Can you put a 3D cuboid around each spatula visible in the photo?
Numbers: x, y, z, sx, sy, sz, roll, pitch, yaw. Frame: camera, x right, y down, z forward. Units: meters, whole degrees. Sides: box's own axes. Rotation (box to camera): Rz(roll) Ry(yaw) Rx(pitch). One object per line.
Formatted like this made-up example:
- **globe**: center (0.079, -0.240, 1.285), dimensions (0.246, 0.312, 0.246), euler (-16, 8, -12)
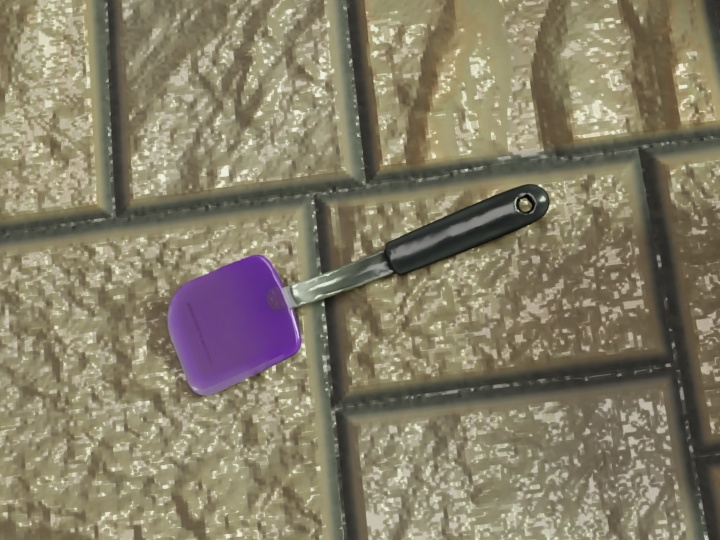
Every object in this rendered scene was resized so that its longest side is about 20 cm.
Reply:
- **spatula**: center (0.000, 0.000, 0.757), dimensions (0.200, 0.021, 0.057), euler (-22, 84, -3)
